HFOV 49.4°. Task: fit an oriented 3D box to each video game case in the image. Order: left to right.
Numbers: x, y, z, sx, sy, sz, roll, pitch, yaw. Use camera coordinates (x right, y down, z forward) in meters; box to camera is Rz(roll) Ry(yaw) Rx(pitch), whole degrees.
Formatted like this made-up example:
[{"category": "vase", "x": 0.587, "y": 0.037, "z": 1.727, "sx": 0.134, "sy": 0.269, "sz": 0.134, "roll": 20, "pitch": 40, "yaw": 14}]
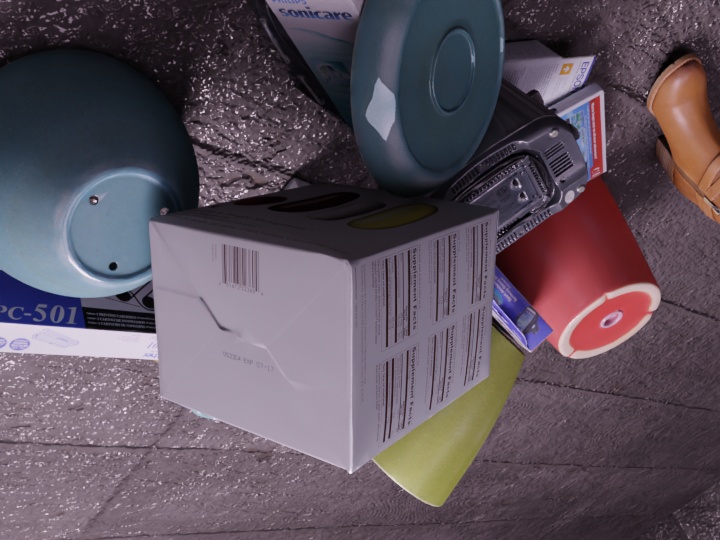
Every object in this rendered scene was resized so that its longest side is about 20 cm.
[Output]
[{"category": "video game case", "x": 0.184, "y": -0.111, "z": 0.880, "sx": 0.199, "sy": 0.018, "sz": 0.143, "roll": -28, "pitch": 145, "yaw": 1}]

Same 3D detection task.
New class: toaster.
[{"category": "toaster", "x": 0.103, "y": -0.091, "z": 0.743, "sx": 0.199, "sy": 0.130, "sz": 0.114, "roll": -37, "pitch": 133, "yaw": 8}]

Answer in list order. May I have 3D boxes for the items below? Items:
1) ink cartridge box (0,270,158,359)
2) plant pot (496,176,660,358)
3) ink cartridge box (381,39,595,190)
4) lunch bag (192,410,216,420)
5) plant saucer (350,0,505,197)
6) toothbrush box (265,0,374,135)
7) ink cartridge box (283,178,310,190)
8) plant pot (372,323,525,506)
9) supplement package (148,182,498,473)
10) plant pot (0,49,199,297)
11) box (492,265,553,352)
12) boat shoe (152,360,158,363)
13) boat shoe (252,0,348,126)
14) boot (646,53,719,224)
[{"category": "ink cartridge box", "x": -0.277, "y": 0.037, "z": 0.782, "sx": 0.199, "sy": 0.094, "sz": 0.044, "roll": 9, "pitch": 132, "yaw": -37}, {"category": "plant pot", "x": 0.273, "y": 0.000, "z": 0.998, "sx": 0.199, "sy": 0.178, "sz": 0.201, "roll": -17, "pitch": 143, "yaw": -13}, {"category": "ink cartridge box", "x": 0.131, "y": -0.151, "z": 0.846, "sx": 0.198, "sy": 0.043, "sz": 0.197, "roll": -12, "pitch": 141, "yaw": -24}, {"category": "lunch bag", "x": -0.123, "y": 0.088, "z": 0.898, "sx": 0.199, "sy": 0.077, "sz": 0.162, "roll": 13, "pitch": 91, "yaw": -42}, {"category": "plant saucer", "x": 0.062, "y": -0.152, "z": 0.595, "sx": 0.200, "sy": 0.027, "sz": 0.202, "roll": -28, "pitch": 126, "yaw": -47}, {"category": "toothbrush box", "x": 0.027, "y": -0.205, "z": 0.623, "sx": 0.147, "sy": 0.085, "sz": 0.200, "roll": -64, "pitch": 145, "yaw": -18}, {"category": "ink cartridge box", "x": 0.000, "y": 0.000, "z": 0.860, "sx": 0.199, "sy": 0.145, "sz": 0.085, "roll": 16, "pitch": 127, "yaw": -42}, {"category": "plant pot", "x": 0.097, "y": 0.143, "z": 0.949, "sx": 0.200, "sy": 0.187, "sz": 0.187, "roll": -48, "pitch": 140, "yaw": 5}, {"category": "supplement package", "x": -0.022, "y": 0.024, "z": 0.608, "sx": 0.199, "sy": 0.190, "sz": 0.149, "roll": -20, "pitch": 116, "yaw": -51}, {"category": "plant pot", "x": -0.208, "y": -0.058, "z": 0.619, "sx": 0.199, "sy": 0.135, "sz": 0.202, "roll": -19, "pitch": 125, "yaw": -29}, {"category": "box", "x": 0.157, "y": 0.028, "z": 0.924, "sx": 0.041, "sy": 0.119, "sz": 0.200, "roll": -43, "pitch": -174, "yaw": 0}, {"category": "boat shoe", "x": -0.169, "y": 0.102, "z": 0.958, "sx": 0.199, "sy": 0.072, "sz": 0.066, "roll": 18, "pitch": 89, "yaw": -38}, {"category": "boat shoe", "x": -0.030, "y": -0.180, "z": 0.696, "sx": 0.067, "sy": 0.072, "sz": 0.200, "roll": 1, "pitch": 157, "yaw": 26}, {"category": "boot", "x": 0.409, "y": -0.143, "z": 0.924, "sx": 0.076, "sy": 0.156, "sz": 0.201, "roll": -23, "pitch": 143, "yaw": -3}]
